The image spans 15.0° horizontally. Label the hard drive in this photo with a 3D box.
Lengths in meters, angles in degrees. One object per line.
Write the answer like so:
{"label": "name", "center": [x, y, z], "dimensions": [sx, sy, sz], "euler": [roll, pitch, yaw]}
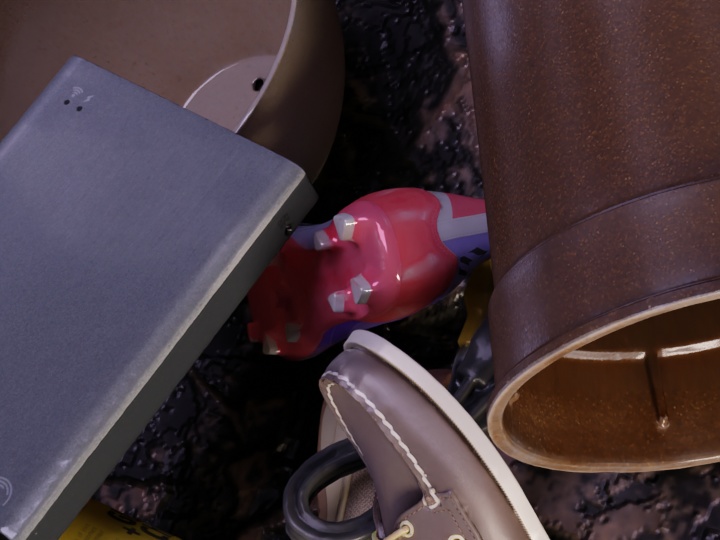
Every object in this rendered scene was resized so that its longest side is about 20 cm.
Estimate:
{"label": "hard drive", "center": [-0.130, 0.014, 1.167], "dimensions": [0.139, 0.033, 0.200], "euler": [27, 71, 31]}

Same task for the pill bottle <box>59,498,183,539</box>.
{"label": "pill bottle", "center": [-0.133, 0.151, 1.181], "dimensions": [0.199, 0.112, 0.112], "euler": [24, 80, 8]}

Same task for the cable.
{"label": "cable", "center": [0.054, 0.060, 1.196], "dimensions": [0.097, 0.050, 0.200], "euler": [35, 72, 13]}

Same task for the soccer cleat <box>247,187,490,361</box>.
{"label": "soccer cleat", "center": [0.000, 0.000, 1.238], "dimensions": [0.200, 0.076, 0.067], "euler": [157, 102, -69]}

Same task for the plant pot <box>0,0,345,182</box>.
{"label": "plant pot", "center": [-0.086, -0.086, 1.316], "dimensions": [0.200, 0.134, 0.201], "euler": [-13, 62, 24]}

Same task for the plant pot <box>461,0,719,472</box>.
{"label": "plant pot", "center": [0.133, -0.045, 1.118], "dimensions": [0.200, 0.200, 0.199], "euler": [-19, 65, 21]}

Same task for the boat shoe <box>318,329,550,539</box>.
{"label": "boat shoe", "center": [0.042, 0.117, 1.124], "dimensions": [0.059, 0.200, 0.072], "euler": [-38, 11, -15]}

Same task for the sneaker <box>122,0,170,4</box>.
{"label": "sneaker", "center": [-0.071, -0.179, 1.383], "dimensions": [0.200, 0.082, 0.074], "euler": [-30, 57, 15]}

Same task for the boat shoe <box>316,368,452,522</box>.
{"label": "boat shoe", "center": [0.023, 0.134, 1.193], "dimensions": [0.072, 0.072, 0.201], "euler": [-14, 55, 24]}
